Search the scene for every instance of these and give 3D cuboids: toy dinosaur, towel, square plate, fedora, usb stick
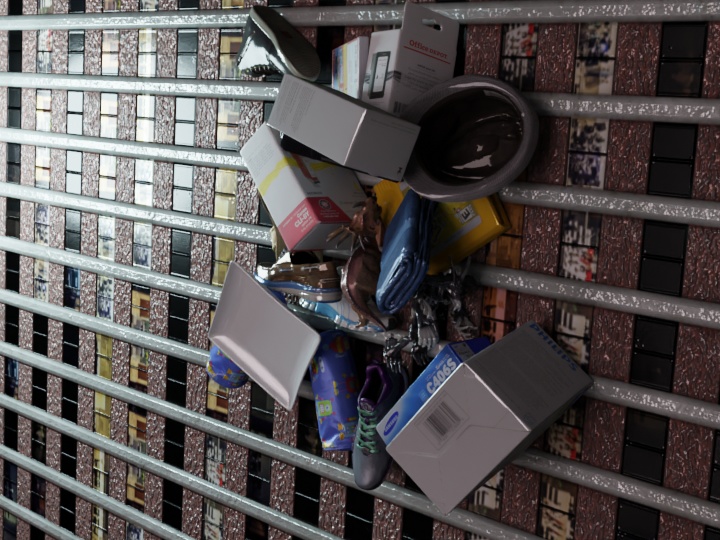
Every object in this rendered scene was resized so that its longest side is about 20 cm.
[{"bbox_3d":[0.000,0.000,1.665,0.086,0.136,0.200,-14,49,19],"label":"toy dinosaur"},{"bbox_3d":[0.066,-0.027,1.579,0.112,0.049,0.200,-59,12,32],"label":"towel"},{"bbox_3d":[-0.154,0.105,1.803,0.198,0.028,0.200,40,136,17],"label":"square plate"},{"bbox_3d":[0.153,-0.175,1.544,0.200,0.090,0.177,-26,73,12],"label":"fedora"},{"bbox_3d":[-0.027,-0.178,1.671,0.200,0.033,0.055,17,145,9],"label":"usb stick"}]

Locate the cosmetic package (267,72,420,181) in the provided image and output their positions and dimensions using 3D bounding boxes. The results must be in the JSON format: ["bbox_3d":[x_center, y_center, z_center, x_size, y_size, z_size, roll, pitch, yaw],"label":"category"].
[{"bbox_3d":[-0.026,-0.198,1.529,0.200,0.108,0.085,31,104,46],"label":"cosmetic package"}]

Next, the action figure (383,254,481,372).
[{"bbox_3d":[0.114,0.070,1.618,0.200,0.119,0.102,-59,46,41],"label":"action figure"}]

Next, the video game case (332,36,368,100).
[{"bbox_3d":[-0.017,-0.275,1.697,0.200,0.017,0.143,-156,66,-76],"label":"video game case"}]

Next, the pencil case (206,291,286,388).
[{"bbox_3d":[-0.199,0.110,1.928,0.087,0.078,0.200,39,120,16],"label":"pencil case"}]

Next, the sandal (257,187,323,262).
[{"bbox_3d":[-0.117,-0.069,1.858,0.070,0.078,0.212,-115,6,-74],"label":"sandal"}]

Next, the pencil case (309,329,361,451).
[{"bbox_3d":[-0.043,0.193,1.797,0.087,0.078,0.200,-18,81,33],"label":"pencil case"}]

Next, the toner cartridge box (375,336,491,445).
[{"bbox_3d":[0.114,0.181,1.636,0.043,0.095,0.200,55,127,26],"label":"toner cartridge box"}]

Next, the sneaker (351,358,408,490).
[{"bbox_3d":[0.012,0.234,1.704,0.074,0.088,0.200,6,79,30],"label":"sneaker"}]

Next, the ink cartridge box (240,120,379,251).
[{"bbox_3d":[-0.081,-0.135,1.757,0.083,0.145,0.200,-44,64,35],"label":"ink cartridge box"}]

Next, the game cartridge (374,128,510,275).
[{"bbox_3d":[0.113,-0.094,1.654,0.200,0.032,0.176,-36,70,38],"label":"game cartridge"}]

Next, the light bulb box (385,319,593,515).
[{"bbox_3d":[0.175,0.194,1.492,0.125,0.200,0.198,47,124,14],"label":"light bulb box"}]

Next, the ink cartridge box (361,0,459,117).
[{"bbox_3d":[0.069,-0.274,1.606,0.068,0.116,0.200,7,87,50],"label":"ink cartridge box"}]

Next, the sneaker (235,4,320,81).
[{"bbox_3d":[-0.137,-0.344,1.851,0.200,0.075,0.106,56,133,36],"label":"sneaker"}]

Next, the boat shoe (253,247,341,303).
[{"bbox_3d":[-0.096,0.000,1.765,0.200,0.072,0.072,13,103,46],"label":"boat shoe"}]

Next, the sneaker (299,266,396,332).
[{"bbox_3d":[-0.019,0.040,1.768,0.200,0.075,0.087,21,102,40],"label":"sneaker"}]
